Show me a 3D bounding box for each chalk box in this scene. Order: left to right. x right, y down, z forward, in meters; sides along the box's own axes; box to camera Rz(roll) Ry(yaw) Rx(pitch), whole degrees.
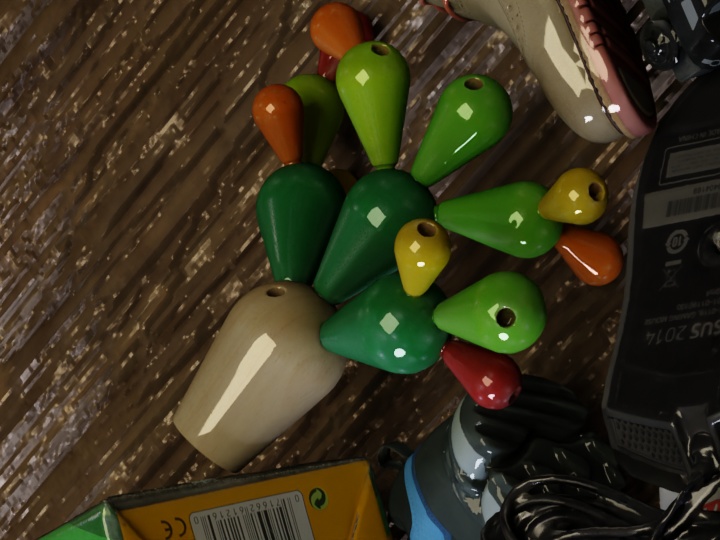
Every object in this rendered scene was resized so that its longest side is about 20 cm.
[{"bbox_3d":[-0.082,0.161,0.997,0.200,0.124,0.125,-31,71,48],"label":"chalk box"}]

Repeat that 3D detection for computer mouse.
[{"bbox_3d":[0.122,0.020,0.881,0.138,0.053,0.201,-6,58,45],"label":"computer mouse"}]

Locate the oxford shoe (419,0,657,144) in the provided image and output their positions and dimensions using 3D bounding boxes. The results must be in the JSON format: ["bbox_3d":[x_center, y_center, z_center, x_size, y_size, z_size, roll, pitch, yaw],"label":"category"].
[{"bbox_3d":[0.036,-0.110,0.952,0.075,0.070,0.201,-36,57,9],"label":"oxford shoe"}]

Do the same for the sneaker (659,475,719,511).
[{"bbox_3d":[0.127,0.127,0.865,0.067,0.108,0.203,-18,80,27],"label":"sneaker"}]

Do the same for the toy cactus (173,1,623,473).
[{"bbox_3d":[0.000,0.000,0.958,0.165,0.102,0.200,-50,46,7],"label":"toy cactus"}]

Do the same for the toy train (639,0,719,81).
[{"bbox_3d":[0.080,-0.159,0.896,0.046,0.034,0.201,-30,83,56],"label":"toy train"}]

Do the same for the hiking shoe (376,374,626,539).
[{"bbox_3d":[0.072,0.139,0.943,0.087,0.074,0.201,-39,65,51],"label":"hiking shoe"}]
